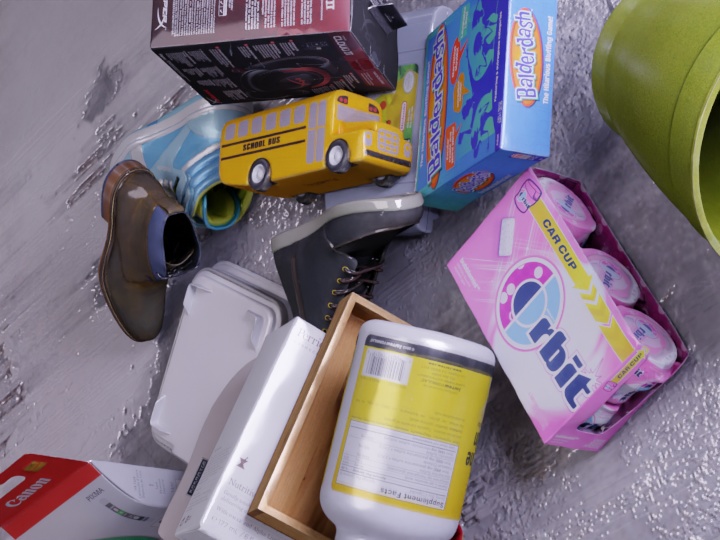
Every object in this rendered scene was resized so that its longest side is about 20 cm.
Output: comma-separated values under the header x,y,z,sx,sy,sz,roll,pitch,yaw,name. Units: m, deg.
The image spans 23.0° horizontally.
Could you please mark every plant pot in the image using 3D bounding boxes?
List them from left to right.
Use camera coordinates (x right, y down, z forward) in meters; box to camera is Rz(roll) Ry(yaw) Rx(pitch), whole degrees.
x,y,z,sx,sy,sz,roll,pitch,yaw,name
0.261,-0.121,1.221,0.202,0.199,0.193,-66,31,13,plant pot

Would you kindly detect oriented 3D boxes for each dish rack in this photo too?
x,y,z,sx,sy,sz,roll,pitch,yaw,name
-0.136,0.100,1.698,0.171,0.043,0.202,23,99,47,dish rack

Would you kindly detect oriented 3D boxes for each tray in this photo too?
x,y,z,sx,sy,sz,roll,pitch,yaw,name
-0.008,0.130,1.452,0.201,0.098,0.037,-66,13,-24,tray

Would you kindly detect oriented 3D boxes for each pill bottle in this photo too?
x,y,z,sx,sy,sz,roll,pitch,yaw,name
0.031,0.147,1.372,0.111,0.111,0.202,9,84,48,pill bottle

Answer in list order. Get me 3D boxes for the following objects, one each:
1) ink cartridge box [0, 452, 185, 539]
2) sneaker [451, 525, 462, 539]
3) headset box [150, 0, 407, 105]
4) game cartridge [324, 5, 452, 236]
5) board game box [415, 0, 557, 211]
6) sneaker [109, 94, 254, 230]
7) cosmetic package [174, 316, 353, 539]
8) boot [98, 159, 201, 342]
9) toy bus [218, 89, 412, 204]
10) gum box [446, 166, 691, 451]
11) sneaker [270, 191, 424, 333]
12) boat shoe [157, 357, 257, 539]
x,y,z,sx,sy,sz,roll,pitch,yaw,name
-0.274,0.236,1.700,0.161,0.199,0.051,-37,56,36,ink cartridge box
0.044,0.228,1.465,0.077,0.073,0.200,-41,40,-8,sneaker
-0.061,-0.205,1.515,0.198,0.149,0.076,-3,75,17,headset box
0.023,-0.131,1.583,0.133,0.040,0.202,-4,78,51,game cartridge
0.099,-0.144,1.430,0.200,0.044,0.154,147,129,-70,board game box
-0.179,-0.084,1.762,0.199,0.079,0.132,-31,58,40,sneaker
-0.061,0.155,1.488,0.081,0.112,0.202,-31,33,65,cosmetic package
-0.205,0.000,1.736,0.097,0.074,0.202,33,137,43,boot
-0.041,-0.108,1.576,0.199,0.065,0.079,-10,73,47,toy bus
0.159,0.033,1.368,0.114,0.066,0.201,-50,48,28,gum box
0.000,0.000,1.521,0.199,0.074,0.107,-23,78,56,sneaker
-0.104,0.186,1.619,0.201,0.092,0.075,-63,28,-3,boat shoe
